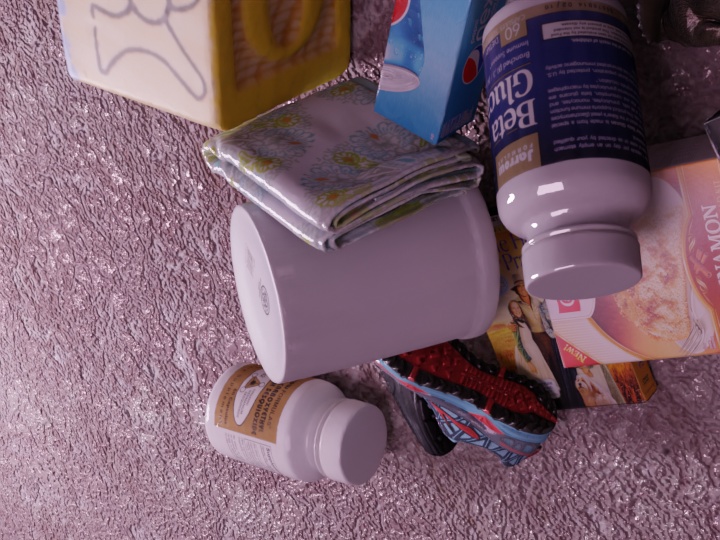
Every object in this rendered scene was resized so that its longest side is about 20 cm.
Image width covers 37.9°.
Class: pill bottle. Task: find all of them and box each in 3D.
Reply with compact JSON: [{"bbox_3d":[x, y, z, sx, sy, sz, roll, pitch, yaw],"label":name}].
[{"bbox_3d":[-0.073,0.178,1.204,0.198,0.114,0.116,9,120,37],"label":"pill bottle"},{"bbox_3d":[0.148,-0.087,0.751,0.110,0.110,0.204,-23,63,46],"label":"pill bottle"}]

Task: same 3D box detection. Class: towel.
[{"bbox_3d":[-0.016,-0.097,0.887,0.199,0.169,0.049,36,139,43],"label":"towel"}]

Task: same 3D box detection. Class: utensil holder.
[{"bbox_3d":[0.000,0.000,0.934,0.170,0.197,0.173,166,90,-71],"label":"utensil holder"}]

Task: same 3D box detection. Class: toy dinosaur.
[{"bbox_3d":[0.261,-0.199,0.722,0.102,0.077,0.200,46,139,0],"label":"toy dinosaur"}]

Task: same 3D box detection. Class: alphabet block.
[{"bbox_3d":[-0.140,-0.264,0.946,0.198,0.196,0.198,22,129,29],"label":"alphabet block"}]

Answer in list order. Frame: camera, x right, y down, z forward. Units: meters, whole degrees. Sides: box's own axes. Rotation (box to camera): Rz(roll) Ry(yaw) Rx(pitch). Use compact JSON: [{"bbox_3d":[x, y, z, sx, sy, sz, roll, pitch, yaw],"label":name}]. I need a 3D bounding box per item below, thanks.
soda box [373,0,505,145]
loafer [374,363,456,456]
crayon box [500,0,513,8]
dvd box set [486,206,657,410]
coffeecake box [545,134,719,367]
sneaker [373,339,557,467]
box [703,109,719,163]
[{"bbox_3d":[0.069,-0.206,0.819,0.067,0.064,0.202,31,131,23],"label":"soda box"},{"bbox_3d":[0.050,0.094,1.086,0.070,0.068,0.204,-9,103,51],"label":"loafer"},{"bbox_3d":[0.123,-0.271,0.816,0.125,0.051,0.202,34,133,21],"label":"crayon box"},{"bbox_3d":[0.173,0.033,0.966,0.145,0.029,0.203,-11,107,44],"label":"dvd box set"},{"bbox_3d":[0.241,-0.016,0.826,0.197,0.073,0.156,-9,108,33],"label":"coffeecake box"},{"bbox_3d":[0.084,0.125,1.007,0.198,0.079,0.096,31,134,13],"label":"sneaker"},{"bbox_3d":[0.330,-0.131,0.642,0.199,0.158,0.047,-23,98,45],"label":"box"}]
